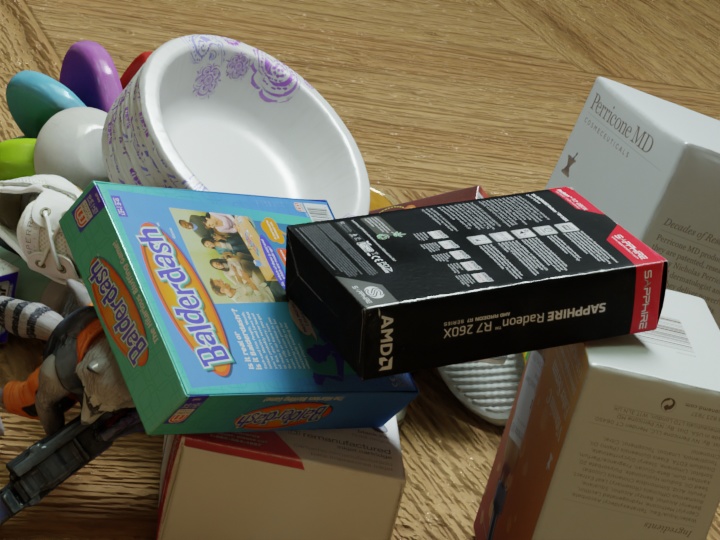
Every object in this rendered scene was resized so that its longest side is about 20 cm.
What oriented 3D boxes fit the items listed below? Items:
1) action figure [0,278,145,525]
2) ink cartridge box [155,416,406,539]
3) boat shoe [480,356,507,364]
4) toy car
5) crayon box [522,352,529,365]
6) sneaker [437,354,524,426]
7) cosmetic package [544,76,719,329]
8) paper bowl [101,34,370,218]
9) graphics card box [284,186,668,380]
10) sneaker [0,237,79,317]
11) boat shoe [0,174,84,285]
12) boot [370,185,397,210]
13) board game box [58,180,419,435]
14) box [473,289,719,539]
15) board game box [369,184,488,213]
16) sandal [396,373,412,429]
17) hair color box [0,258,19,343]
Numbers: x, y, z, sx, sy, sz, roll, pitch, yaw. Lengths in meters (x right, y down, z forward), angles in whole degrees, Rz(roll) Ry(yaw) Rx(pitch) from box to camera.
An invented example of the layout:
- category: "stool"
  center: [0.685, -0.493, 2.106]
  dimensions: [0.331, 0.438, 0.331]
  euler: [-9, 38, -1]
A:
- category: "action figure"
  center: [-0.190, 0.069, 1.263]
  dimensions: [0.200, 0.105, 0.193]
  euler: [-38, 18, -25]
- category: "ink cartridge box"
  center: [-0.054, 0.113, 1.341]
  dimensions: [0.143, 0.085, 0.200]
  euler: [12, 20, -8]
- category: "boat shoe"
  center: [0.035, 0.013, 1.556]
  dimensions: [0.199, 0.068, 0.071]
  euler: [18, 6, 42]
- category: "toy car"
  center: [-0.204, -0.108, 1.643]
  dimensions: [0.198, 0.152, 0.175]
  euler: [2, -9, -29]
- category: "crayon box"
  center: [0.173, 0.086, 1.524]
  dimensions: [0.126, 0.051, 0.200]
  euler: [50, 12, -18]
- category: "sneaker"
  center: [0.086, 0.051, 1.618]
  dimensions: [0.201, 0.074, 0.082]
  euler: [59, 5, 37]
- category: "cosmetic package"
  center: [0.252, -0.023, 1.699]
  dimensions: [0.165, 0.201, 0.167]
  euler: [17, 17, -27]
- category: "paper bowl"
  center: [-0.100, -0.067, 1.509]
  dimensions: [0.199, 0.104, 0.202]
  euler: [25, 42, -25]
- category: "graphics card box"
  center: [0.067, 0.004, 1.223]
  dimensions: [0.198, 0.051, 0.125]
  euler: [-8, 27, -23]
- category: "sneaker"
  center: [-0.221, -0.013, 1.562]
  dimensions: [0.117, 0.074, 0.200]
  euler: [21, 21, 21]
- category: "boat shoe"
  center: [-0.204, -0.022, 1.406]
  dimensions: [0.069, 0.072, 0.199]
  euler: [2, 11, -38]
- category: "boot"
  center: [-0.038, -0.025, 1.711]
  dimensions: [0.070, 0.202, 0.144]
  euler: [3, 47, 43]
- category: "board game box"
  center: [-0.072, 0.024, 1.248]
  dimensions: [0.199, 0.045, 0.153]
  euler: [4, 52, -47]
- category: "box"
  center: [0.153, 0.124, 1.289]
  dimensions: [0.105, 0.202, 0.153]
  euler: [13, 21, -9]
- category: "board game box"
  center: [0.000, 0.000, 1.534]
  dimensions: [0.199, 0.019, 0.104]
  euler: [-13, 46, 31]
- category: "sandal"
  center: [0.008, 0.067, 1.542]
  dimensions: [0.080, 0.054, 0.200]
  euler: [18, 20, 5]
- category: "hair color box"
  center: [-0.343, 0.022, 1.406]
  dimensions: [0.109, 0.065, 0.199]
  euler: [25, 22, 27]
